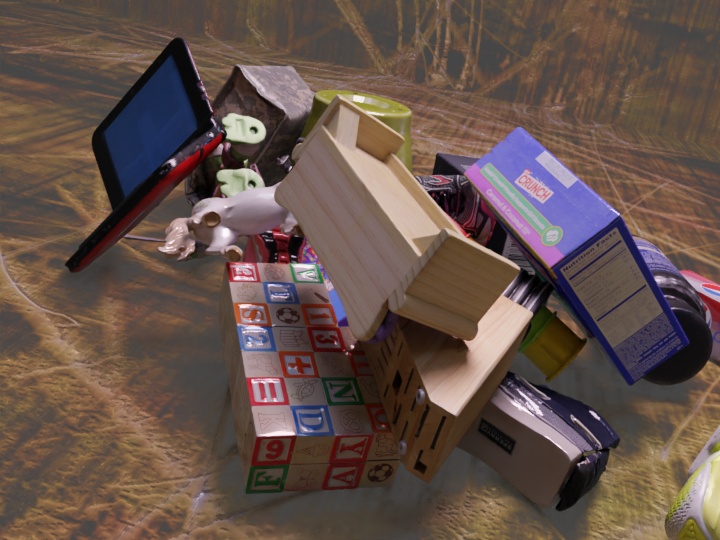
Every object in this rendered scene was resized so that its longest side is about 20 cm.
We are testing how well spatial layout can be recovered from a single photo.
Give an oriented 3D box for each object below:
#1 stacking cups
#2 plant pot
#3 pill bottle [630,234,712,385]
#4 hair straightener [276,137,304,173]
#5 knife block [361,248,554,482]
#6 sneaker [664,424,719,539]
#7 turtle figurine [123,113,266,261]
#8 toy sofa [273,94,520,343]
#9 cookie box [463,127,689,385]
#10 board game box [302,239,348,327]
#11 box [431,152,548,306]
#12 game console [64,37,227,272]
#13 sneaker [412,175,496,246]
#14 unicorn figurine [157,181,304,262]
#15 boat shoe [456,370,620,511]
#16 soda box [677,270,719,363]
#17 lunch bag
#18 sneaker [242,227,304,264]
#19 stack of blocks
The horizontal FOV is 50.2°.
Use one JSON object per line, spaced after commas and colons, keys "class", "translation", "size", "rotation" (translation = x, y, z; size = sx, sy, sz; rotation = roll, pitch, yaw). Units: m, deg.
{"class": "stacking cups", "translation": [0.136, 0.023, 0.780], "size": [0.200, 0.061, 0.060], "rotation": [44, 28, 8]}
{"class": "plant pot", "translation": [-0.012, -0.125, 1.001], "size": [0.196, 0.197, 0.201], "rotation": [9, 22, -4]}
{"class": "pill bottle", "translation": [0.317, 0.041, 0.862], "size": [0.109, 0.114, 0.201], "rotation": [11, 21, 0]}
{"class": "hair straightener", "translation": [-0.068, -0.089, 0.825], "size": [0.077, 0.041, 0.200], "rotation": [46, -16, -1]}
{"class": "knife block", "translation": [0.094, 0.059, 0.589], "size": [0.172, 0.065, 0.201], "rotation": [3, 35, -19]}
{"class": "sneaker", "translation": [0.309, 0.179, 0.595], "size": [0.104, 0.077, 0.199], "rotation": [36, 38, 24]}
{"class": "turtle figurine", "translation": [-0.185, -0.094, 0.883], "size": [0.199, 0.194, 0.145], "rotation": [39, 60, -7]}
{"class": "toy sofa", "translation": [0.018, -0.032, 0.571], "size": [0.082, 0.098, 0.201], "rotation": [22, 24, -41]}
{"class": "cookie box", "translation": [0.202, -0.013, 0.725], "size": [0.200, 0.075, 0.172], "rotation": [46, 10, -38]}
{"class": "board game box", "translation": [0.000, 0.000, 0.808], "size": [0.133, 0.045, 0.200], "rotation": [-30, 29, -3]}
{"class": "box", "translation": [0.156, -0.046, 0.950], "size": [0.102, 0.151, 0.201], "rotation": [4, 23, -17]}
{"class": "game console", "translation": [-0.247, -0.121, 0.809], "size": [0.119, 0.199, 0.173], "rotation": [48, 34, -10]}
{"class": "sneaker", "translation": [0.087, -0.068, 0.860], "size": [0.073, 0.082, 0.199], "rotation": [14, -4, -24]}
{"class": "unicorn figurine", "translation": [-0.084, -0.049, 0.704], "size": [0.196, 0.076, 0.137], "rotation": [2, 8, -15]}
{"class": "boat shoe", "translation": [0.122, 0.117, 0.651], "size": [0.092, 0.076, 0.199], "rotation": [-5, 35, -45]}
{"class": "soda box", "translation": [0.440, 0.069, 0.910], "size": [0.062, 0.071, 0.200], "rotation": [-2, 25, -32]}
{"class": "lunch bag", "translation": [-0.151, -0.174, 1.059], "size": [0.117, 0.201, 0.164], "rotation": [42, 25, 8]}
{"class": "sneaker", "translation": [-0.088, 0.022, 0.779], "size": [0.072, 0.088, 0.203], "rotation": [12, 45, -13]}
{"class": "stack of blocks", "translation": [-0.046, 0.076, 0.616], "size": [0.113, 0.059, 0.201], "rotation": [2, 36, -20]}
